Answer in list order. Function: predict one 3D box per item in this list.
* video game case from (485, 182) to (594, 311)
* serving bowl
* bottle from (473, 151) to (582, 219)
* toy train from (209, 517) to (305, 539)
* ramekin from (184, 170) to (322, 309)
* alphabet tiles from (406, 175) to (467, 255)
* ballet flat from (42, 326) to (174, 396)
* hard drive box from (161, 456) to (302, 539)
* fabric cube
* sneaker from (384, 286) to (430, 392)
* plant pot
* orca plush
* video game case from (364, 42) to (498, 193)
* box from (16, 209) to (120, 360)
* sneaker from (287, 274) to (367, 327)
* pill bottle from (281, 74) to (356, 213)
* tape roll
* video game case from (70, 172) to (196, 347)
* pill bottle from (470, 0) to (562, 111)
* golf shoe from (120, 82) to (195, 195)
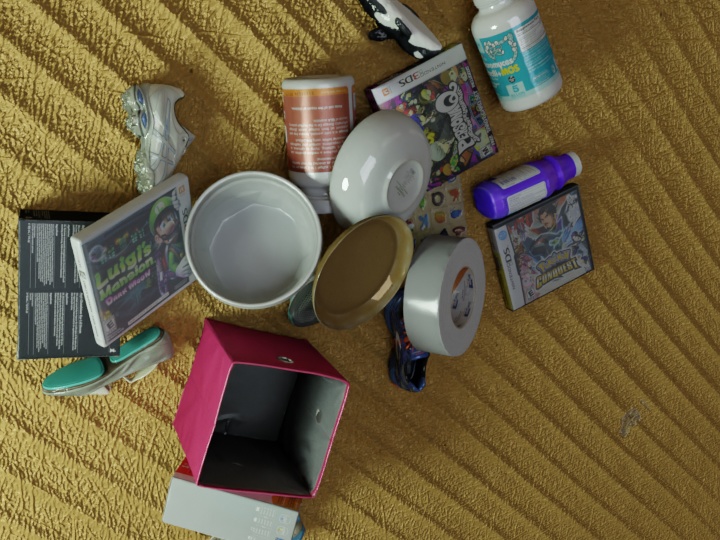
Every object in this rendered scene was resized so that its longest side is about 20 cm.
[{"bbox_3d":[0.343,-0.044,1.457,0.199,0.025,0.182,-25,113,-16],"label":"video game case"},{"bbox_3d":[0.046,-0.140,1.186,0.199,0.066,0.202,-29,133,-37],"label":"serving bowl"},{"bbox_3d":[0.300,-0.156,1.374,0.199,0.083,0.066,-24,113,-17],"label":"bottle"},{"bbox_3d":[-0.193,0.465,1.340,0.199,0.085,0.116,-30,128,-14],"label":"toy train"},{"bbox_3d":[-0.156,-0.038,1.156,0.198,0.105,0.202,1,80,-4],"label":"ramekin"},{"bbox_3d":[0.108,-0.101,1.348,0.165,0.006,0.202,-17,111,-19],"label":"alphabet tiles"},{"bbox_3d":[-0.377,0.155,1.174,0.199,0.067,0.064,-26,124,-14],"label":"ballet flat"},{"bbox_3d":[-0.191,0.355,1.222,0.198,0.156,0.077,15,100,0],"label":"hard drive box"},{"bbox_3d":[-0.160,0.211,1.210,0.195,0.199,0.202,14,99,-26],"label":"fabric cube"},{"bbox_3d":[0.092,0.124,1.364,0.075,0.078,0.202,-13,110,-20],"label":"sneaker"},{"bbox_3d":[0.000,0.000,1.178,0.199,0.027,0.201,-30,139,-30],"label":"plant pot"},{"bbox_3d":[0.032,-0.384,1.199,0.199,0.106,0.071,28,124,-31],"label":"orca plush"},{"bbox_3d":[0.122,-0.249,1.291,0.180,0.036,0.201,-29,112,-13],"label":"video game case"},{"bbox_3d":[-0.416,0.020,1.109,0.140,0.079,0.202,2,104,-22],"label":"box"},{"bbox_3d":[-0.026,0.038,1.280,0.199,0.091,0.078,-29,113,-14],"label":"sneaker"},{"bbox_3d":[-0.060,-0.194,1.187,0.111,0.112,0.202,-9,108,-21],"label":"pill bottle"},{"bbox_3d":[0.146,0.042,1.310,0.200,0.066,0.202,-22,116,-57],"label":"tape roll"},{"bbox_3d":[-0.308,-0.016,1.092,0.200,0.023,0.183,-42,145,-42],"label":"video game case"},{"bbox_3d":[0.251,-0.374,1.275,0.110,0.111,0.201,-34,115,-12],"label":"pill bottle"},{"bbox_3d":[-0.281,-0.170,1.120,0.097,0.078,0.202,-13,111,-27],"label":"golf shoe"}]
